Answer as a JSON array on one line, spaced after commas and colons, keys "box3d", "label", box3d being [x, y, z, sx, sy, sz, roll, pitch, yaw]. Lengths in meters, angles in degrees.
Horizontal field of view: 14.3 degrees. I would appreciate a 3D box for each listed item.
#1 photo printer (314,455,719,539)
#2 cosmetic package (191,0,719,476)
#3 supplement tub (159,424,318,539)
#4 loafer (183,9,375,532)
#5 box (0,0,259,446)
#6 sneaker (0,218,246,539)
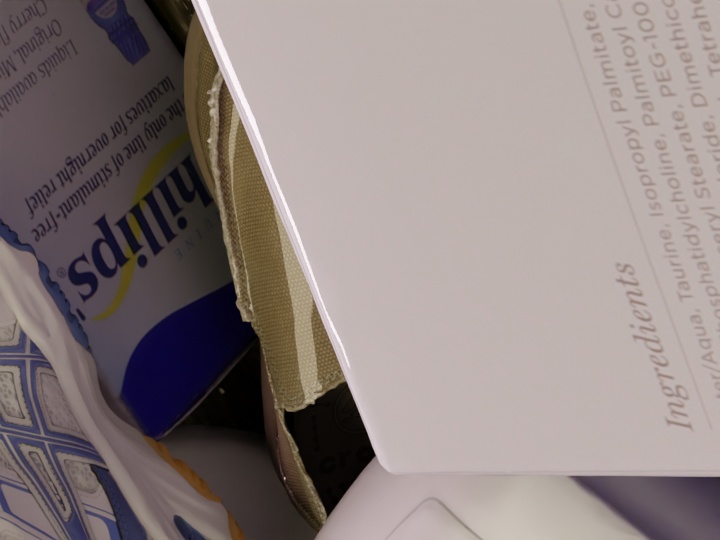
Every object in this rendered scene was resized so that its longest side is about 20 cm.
[{"box3d": [0.066, 0.132, 0.753, 0.200, 0.069, 0.167, 37, 116, 17], "label": "photo printer"}, {"box3d": [0.094, -0.065, 0.653, 0.199, 0.167, 0.167, -3, 120, 36], "label": "cosmetic package"}, {"box3d": [-0.059, 0.163, 0.940, 0.144, 0.145, 0.201, 29, 141, 14], "label": "supplement tub"}, {"box3d": [0.000, 0.000, 0.821, 0.068, 0.076, 0.201, -123, 17, -55], "label": "loafer"}, {"box3d": [-0.148, -0.028, 0.899, 0.183, 0.105, 0.201, -23, 106, 43], "label": "box"}, {"box3d": [-0.112, 0.052, 0.798, 0.200, 0.088, 0.075, 47, 136, -2], "label": "sneaker"}]
